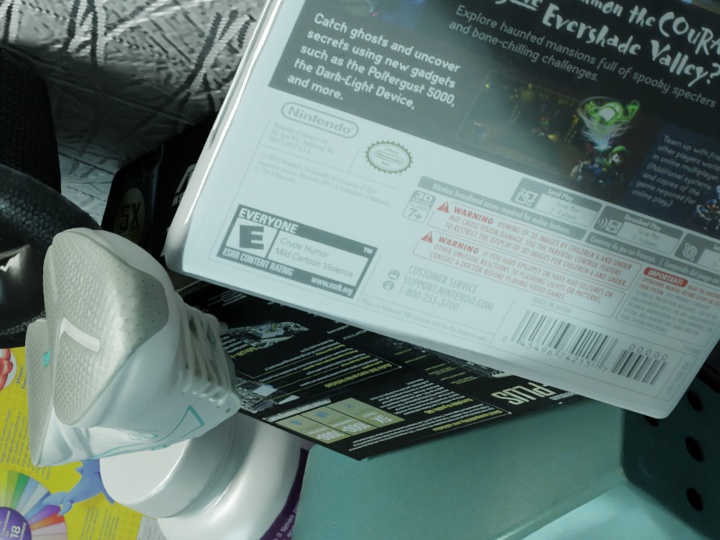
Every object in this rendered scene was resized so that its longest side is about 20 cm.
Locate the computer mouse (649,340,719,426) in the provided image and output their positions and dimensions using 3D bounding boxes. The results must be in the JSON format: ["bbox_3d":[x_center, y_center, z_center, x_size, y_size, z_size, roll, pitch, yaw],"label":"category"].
[{"bbox_3d":[0.165,0.042,0.848,0.139,0.046,0.201,19,146,-1],"label":"computer mouse"}]

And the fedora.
[{"bbox_3d":[-0.188,-0.040,0.749,0.198,0.092,0.201,6,154,3],"label":"fedora"}]

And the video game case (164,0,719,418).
[{"bbox_3d":[0.057,-0.047,0.606,0.198,0.023,0.183,17,123,-15],"label":"video game case"}]

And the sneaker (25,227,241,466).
[{"bbox_3d":[-0.082,0.030,0.688,0.079,0.071,0.200,-1,167,-14],"label":"sneaker"}]

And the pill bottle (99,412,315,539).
[{"bbox_3d":[-0.047,0.124,1.038,0.112,0.113,0.199,-13,148,43],"label":"pill bottle"}]

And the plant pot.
[{"bbox_3d":[0.080,0.124,0.841,0.141,0.142,0.200,35,129,-21],"label":"plant pot"}]

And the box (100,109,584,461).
[{"bbox_3d":[0.000,0.000,0.767,0.163,0.087,0.199,25,153,-28],"label":"box"}]

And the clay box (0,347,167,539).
[{"bbox_3d":[-0.179,0.113,1.064,0.198,0.116,0.048,20,156,-21],"label":"clay box"}]
